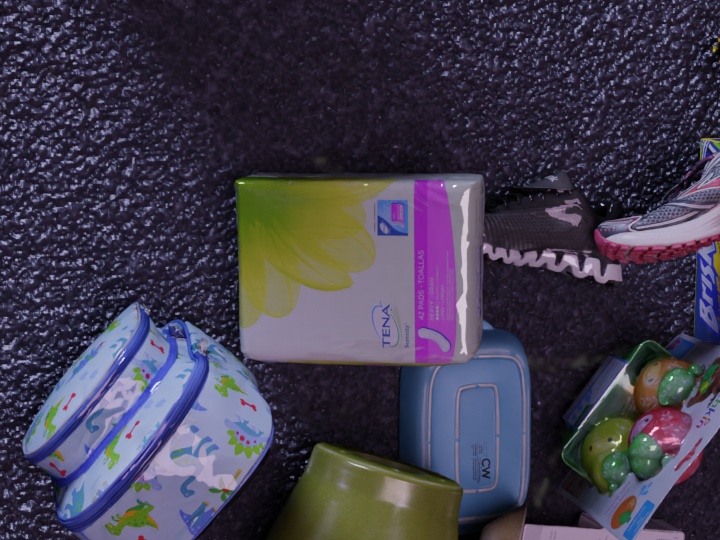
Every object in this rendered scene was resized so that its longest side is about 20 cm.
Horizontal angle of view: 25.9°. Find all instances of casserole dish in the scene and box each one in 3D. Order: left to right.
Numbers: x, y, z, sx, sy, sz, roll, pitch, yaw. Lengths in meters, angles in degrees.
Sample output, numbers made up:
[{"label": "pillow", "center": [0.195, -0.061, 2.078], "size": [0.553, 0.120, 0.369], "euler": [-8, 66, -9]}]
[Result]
[{"label": "casserole dish", "center": [0.096, 0.142, 1.373], "size": [0.121, 0.039, 0.200], "euler": [-3, 102, -15]}]

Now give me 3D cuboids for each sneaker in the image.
[{"label": "sneaker", "center": [0.143, -0.045, 1.338], "size": [0.200, 0.066, 0.091], "euler": [12, 93, -21]}, {"label": "sneaker", "center": [0.290, -0.059, 1.321], "size": [0.200, 0.081, 0.075], "euler": [-19, 82, -3]}]

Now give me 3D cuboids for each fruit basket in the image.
[{"label": "fruit basket", "center": [0.245, 0.133, 1.331], "size": [0.094, 0.200, 0.185], "euler": [37, 89, -5]}]

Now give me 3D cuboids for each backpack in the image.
[{"label": "backpack", "center": [-0.168, 0.130, 1.207], "size": [0.147, 0.200, 0.183], "euler": [40, 89, -19]}]

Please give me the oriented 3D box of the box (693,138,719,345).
[{"label": "box", "center": [0.345, -0.017, 1.400], "size": [0.070, 0.064, 0.200], "euler": [-3, 101, -15]}]

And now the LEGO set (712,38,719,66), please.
[{"label": "LEGO set", "center": [0.417, -0.198, 1.338], "size": [0.200, 0.154, 0.116], "euler": [18, 123, -8]}]

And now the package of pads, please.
[{"label": "package of pads", "center": [0.000, 0.000, 1.268], "size": [0.200, 0.068, 0.155], "euler": [2, 100, 10]}]

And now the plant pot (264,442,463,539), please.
[{"label": "plant pot", "center": [-0.003, 0.250, 1.290], "size": [0.200, 0.200, 0.193], "euler": [16, 89, -19]}]

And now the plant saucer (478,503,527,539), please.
[{"label": "plant saucer", "center": [0.104, 0.294, 1.335], "size": [0.035, 0.200, 0.201], "euler": [12, 98, 7]}]

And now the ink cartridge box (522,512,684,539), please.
[{"label": "ink cartridge box", "center": [0.193, 0.321, 1.421], "size": [0.176, 0.045, 0.200], "euler": [8, 98, -26]}]
